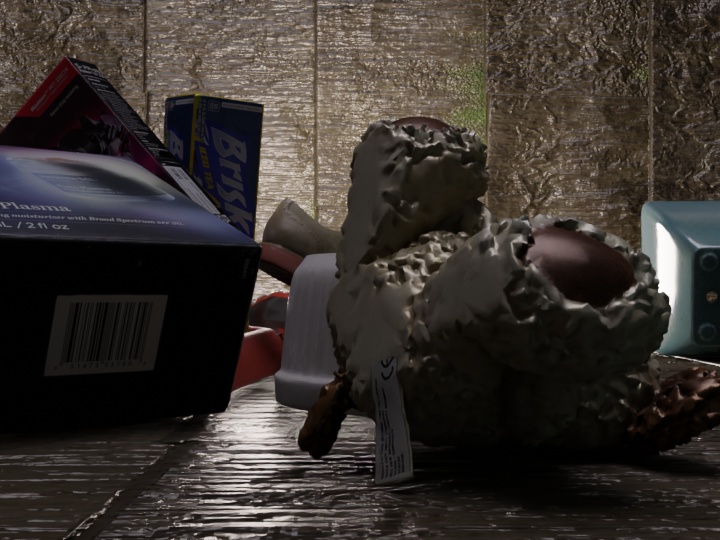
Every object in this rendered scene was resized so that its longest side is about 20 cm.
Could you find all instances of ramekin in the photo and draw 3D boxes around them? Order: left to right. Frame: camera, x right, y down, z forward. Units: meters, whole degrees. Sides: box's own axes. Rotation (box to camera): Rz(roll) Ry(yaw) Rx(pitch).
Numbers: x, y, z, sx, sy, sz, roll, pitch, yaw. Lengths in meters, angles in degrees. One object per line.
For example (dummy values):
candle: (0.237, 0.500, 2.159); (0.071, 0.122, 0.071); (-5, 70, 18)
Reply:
ramekin: (0.038, 0.042, 0.696); (0.199, 0.105, 0.200); (-1, -1, 0)

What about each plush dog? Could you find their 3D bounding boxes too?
plush dog: (0.074, 0.037, 0.464); (0.171, 0.161, 0.200); (17, 18, -31)

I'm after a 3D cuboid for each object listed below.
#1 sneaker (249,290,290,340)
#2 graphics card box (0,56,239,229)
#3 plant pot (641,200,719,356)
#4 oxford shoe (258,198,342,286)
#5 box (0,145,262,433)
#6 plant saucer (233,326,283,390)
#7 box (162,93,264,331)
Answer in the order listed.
sneaker: (-0.079, 0.068, 1.054); (0.200, 0.077, 0.082); (-17, 16, 34)
graphics card box: (-0.209, -0.061, 0.794); (0.125, 0.200, 0.051); (-44, -9, 13)
plant pot: (0.454, 0.016, 1.189); (0.196, 0.197, 0.200); (0, 7, 11)
oxford shoe: (0.000, 0.000, 0.890); (0.200, 0.075, 0.070); (28, -15, -27)
box: (-0.204, 0.000, 0.612); (0.200, 0.124, 0.198); (1, 20, -40)
plant saucer: (-0.176, 0.068, 0.843); (0.199, 0.037, 0.200); (4, 2, 15)
box: (-0.133, -0.049, 0.844); (0.070, 0.201, 0.064); (2, 4, -35)
